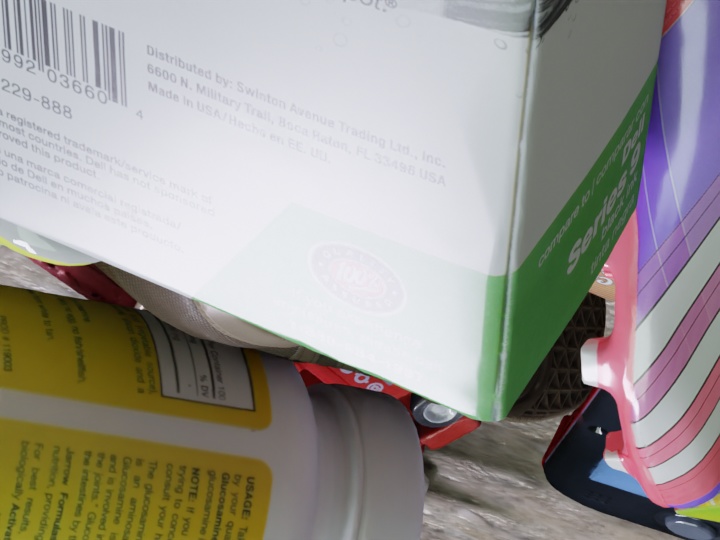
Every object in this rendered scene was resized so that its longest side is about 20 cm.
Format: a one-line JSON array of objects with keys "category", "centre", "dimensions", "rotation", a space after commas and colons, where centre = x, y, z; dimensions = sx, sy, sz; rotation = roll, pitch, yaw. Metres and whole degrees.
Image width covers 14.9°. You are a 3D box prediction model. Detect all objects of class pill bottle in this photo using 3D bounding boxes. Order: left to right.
[{"category": "pill bottle", "centre": [-0.086, 0.067, 0.876], "dimensions": [0.199, 0.113, 0.112], "rotation": [11, 166, -24]}]

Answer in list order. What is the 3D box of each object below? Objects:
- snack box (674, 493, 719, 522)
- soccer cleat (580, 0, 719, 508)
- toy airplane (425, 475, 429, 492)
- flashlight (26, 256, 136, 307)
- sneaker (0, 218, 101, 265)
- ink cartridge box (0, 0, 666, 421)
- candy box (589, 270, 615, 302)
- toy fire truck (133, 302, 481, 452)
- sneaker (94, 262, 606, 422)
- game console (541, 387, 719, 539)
[{"category": "snack box", "centre": [0.209, 0.055, 0.770], "dimensions": [0.199, 0.053, 0.142], "rotation": [12, 168, -25]}, {"category": "soccer cleat", "centre": [0.092, -0.025, 0.647], "dimensions": [0.076, 0.067, 0.201], "rotation": [2, 122, 11]}, {"category": "toy airplane", "centre": [-0.049, 0.132, 1.157], "dimensions": [0.198, 0.200, 0.142], "rotation": [11, 145, 1]}, {"category": "flashlight", "centre": [-0.110, -0.014, 0.989], "dimensions": [0.068, 0.068, 0.200], "rotation": [-5, 146, 46]}, {"category": "sneaker", "centre": [-0.097, -0.031, 0.722], "dimensions": [0.075, 0.077, 0.200], "rotation": [10, -166, -22]}, {"category": "ink cartridge box", "centre": [-0.012, -0.087, 0.548], "dimensions": [0.145, 0.084, 0.201], "rotation": [23, 138, 18]}, {"category": "candy box", "centre": [0.032, -0.054, 0.747], "dimensions": [0.199, 0.056, 0.116], "rotation": [22, 160, 0]}, {"category": "toy fire truck", "centre": [-0.063, 0.024, 0.959], "dimensions": [0.140, 0.049, 0.200], "rotation": [-28, 137, 21]}, {"category": "sneaker", "centre": [0.000, 0.000, 0.870], "dimensions": [0.075, 0.071, 0.199], "rotation": [10, 174, 41]}, {"category": "game console", "centre": [0.162, 0.075, 0.981], "dimensions": [0.176, 0.031, 0.200], "rotation": [23, 161, 0]}]
